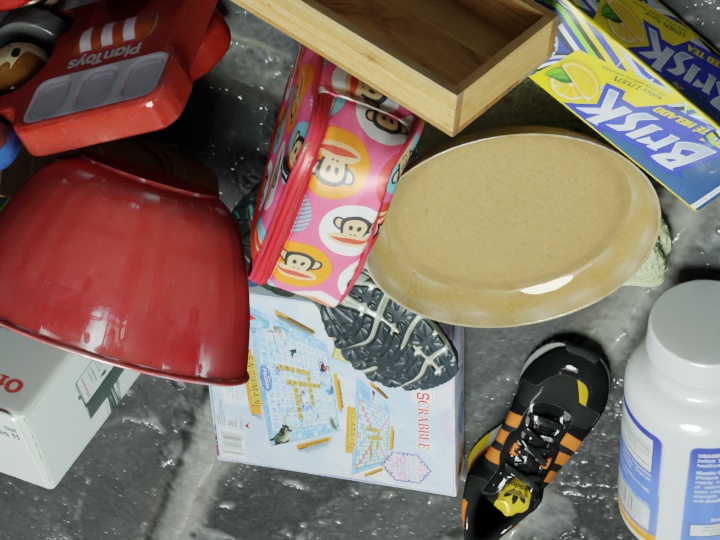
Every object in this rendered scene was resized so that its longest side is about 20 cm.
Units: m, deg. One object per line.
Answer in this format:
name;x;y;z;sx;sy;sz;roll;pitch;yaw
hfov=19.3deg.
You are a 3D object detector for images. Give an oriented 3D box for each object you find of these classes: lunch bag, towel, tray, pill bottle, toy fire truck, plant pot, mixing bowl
lunch bag;-0.014;-0.082;1.342;0.081;0.201;0.177;16;137;-6
towel;0.121;-0.056;1.443;0.147;0.037;0.201;-9;131;24
tray;0.009;-0.162;1.265;0.199;0.098;0.037;33;143;25
pill bottle;0.242;0.105;1.514;0.111;0.113;0.201;7;136;10
toy fire truck;-0.185;-0.137;1.361;0.198;0.169;0.113;-10;131;26
plant pot;0.098;-0.032;1.399;0.198;0.028;0.201;-3;141;-3
mixing bowl;-0.149;-0.010;1.341;0.198;0.200;0.109;18;95;-1

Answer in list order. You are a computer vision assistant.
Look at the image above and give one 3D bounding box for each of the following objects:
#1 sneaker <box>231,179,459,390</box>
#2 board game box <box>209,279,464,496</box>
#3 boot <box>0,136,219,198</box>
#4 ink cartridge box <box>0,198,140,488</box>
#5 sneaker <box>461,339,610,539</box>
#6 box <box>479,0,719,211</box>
sneaker;0.000;0.000;1.499;0.200;0.087;0.077;42;131;-12
board game box;-0.019;0.081;1.624;0.197;0.041;0.201;8;136;10
boot;-0.205;-0.081;1.495;0.154;0.078;0.199;5;-175;-37
ink cartridge box;-0.232;0.043;1.515;0.146;0.200;0.084;16;141;27
sneaker;0.131;0.139;1.599;0.069;0.090;0.201;23;137;-6
box;0.167;-0.129;1.329;0.199;0.070;0.064;36;134;-19
